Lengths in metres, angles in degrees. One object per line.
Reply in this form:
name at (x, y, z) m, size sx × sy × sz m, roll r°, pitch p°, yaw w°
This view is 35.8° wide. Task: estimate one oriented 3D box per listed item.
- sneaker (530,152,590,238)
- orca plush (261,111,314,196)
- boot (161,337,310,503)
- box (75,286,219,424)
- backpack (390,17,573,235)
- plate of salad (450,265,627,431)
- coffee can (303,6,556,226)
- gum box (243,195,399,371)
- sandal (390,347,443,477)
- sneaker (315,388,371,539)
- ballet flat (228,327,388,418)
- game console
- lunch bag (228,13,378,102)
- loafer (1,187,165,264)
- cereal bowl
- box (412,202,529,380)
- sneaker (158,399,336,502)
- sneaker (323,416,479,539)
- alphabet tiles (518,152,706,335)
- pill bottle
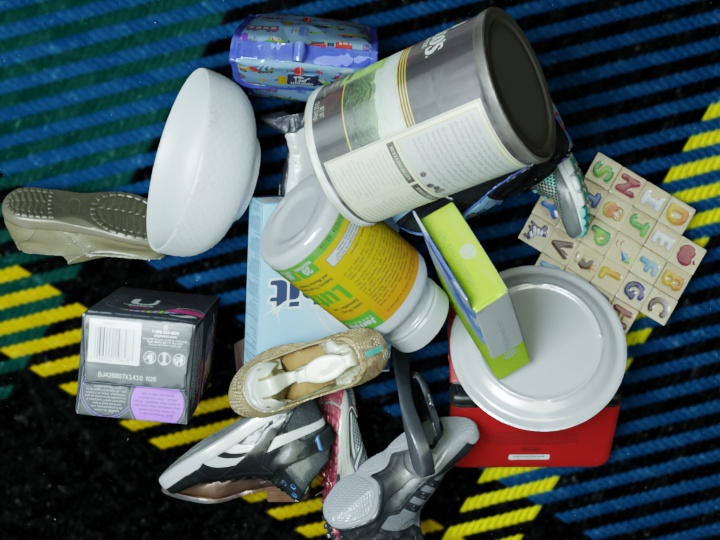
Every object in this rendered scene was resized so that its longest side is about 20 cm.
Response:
sneaker at (0.196, -0.123, 1.270) m, size 0.090 × 0.077 × 0.203 m, roll -25°, pitch 86°, yaw 18°
orca plush at (-0.078, -0.089, 1.261) m, size 0.104 × 0.071 × 0.202 m, roll -29°, pitch 123°, yaw -14°
boot at (-0.144, 0.165, 1.303) m, size 0.183 × 0.064 × 0.204 m, roll -1°, pitch 94°, yaw -1°
box at (-0.227, 0.086, 1.219) m, size 0.120 × 0.200 × 0.108 m, roll 6°, pitch 97°, yaw -2°
backpack at (0.103, -0.139, 1.200) m, size 0.199 × 0.134 × 0.184 m, roll -39°, pitch 75°, yaw 26°
plate of salad at (0.199, 0.088, 1.257) m, size 0.196 × 0.048 × 0.203 m, roll -1°, pitch 61°, yaw 3°
coffee can at (0.066, -0.141, 1.060) m, size 0.198 × 0.146 × 0.148 m, roll -19°, pitch 98°, yaw 30°
gum box at (-0.042, 0.018, 1.243) m, size 0.167 × 0.044 × 0.204 m, roll -3°, pitch 106°, yaw -26°
sandal at (0.064, 0.144, 1.232) m, size 0.042 × 0.201 × 0.077 m, roll -11°, pitch 122°, yaw 2°
sneaker at (-0.011, 0.228, 1.309) m, size 0.074 × 0.080 × 0.204 m, roll -11°, pitch 99°, yaw -27°
ballet flat at (-0.066, 0.107, 1.157) m, size 0.198 × 0.065 × 0.071 m, roll -24°, pitch 86°, yaw 22°
game console at (0.199, 0.134, 1.324) m, size 0.196 × 0.120 × 0.174 m, roll 0°, pitch 128°, yaw 0°
lunch bag at (-0.057, -0.229, 1.183) m, size 0.148 × 0.200 × 0.096 m, roll 6°, pitch 97°, yaw -1°
loafer at (-0.306, -0.047, 1.270) m, size 0.197 × 0.077 × 0.068 m, roll 11°, pitch 135°, yaw -10°
cereal bowl at (-0.162, -0.110, 1.208) m, size 0.082 × 0.200 × 0.203 m, roll 13°, pitch 97°, yaw -23°
box at (0.117, 0.020, 1.156) m, size 0.047 × 0.201 × 0.123 m, roll -29°, pitch 59°, yaw -1°
sneaker at (-0.118, 0.222, 1.239) m, size 0.198 × 0.073 × 0.113 m, roll -32°, pitch 94°, yaw 5°
sneaker at (0.060, 0.254, 1.260) m, size 0.198 × 0.075 × 0.115 m, roll -32°, pitch 115°, yaw -10°
alphabet tiles at (0.292, -0.031, 1.295) m, size 0.198 × 0.006 × 0.168 m, roll 31°, pitch 91°, yaw 3°
pill bottle at (0.000, 0.000, 1.169) m, size 0.199 × 0.111 × 0.111 m, roll 39°, pitch 95°, yaw -30°
